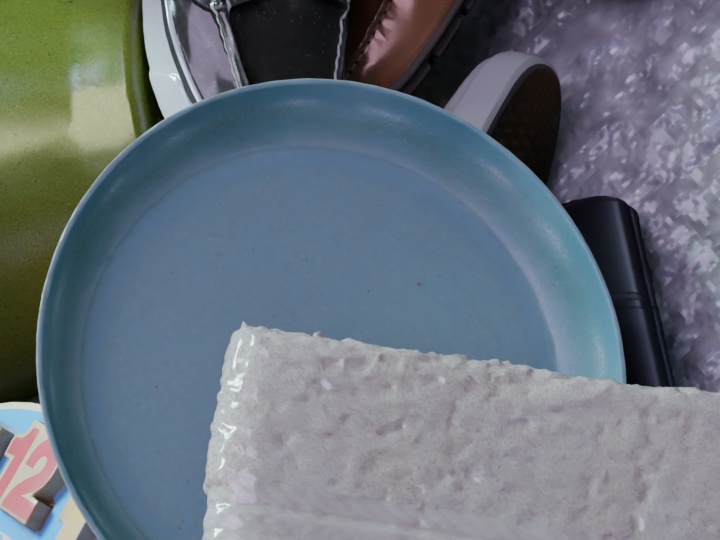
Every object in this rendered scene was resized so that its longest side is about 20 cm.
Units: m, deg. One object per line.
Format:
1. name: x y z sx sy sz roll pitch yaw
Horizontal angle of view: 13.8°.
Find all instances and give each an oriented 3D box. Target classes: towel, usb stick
1. towel: 0.046 0.092 0.935 0.200 0.034 0.133 9 69 0
2. usb stick: 0.085 0.056 1.025 0.055 0.033 0.200 -21 48 14

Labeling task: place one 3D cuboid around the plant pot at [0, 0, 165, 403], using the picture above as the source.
1. plant pot: -0.148 -0.031 1.131 0.193 0.200 0.201 -13 69 16

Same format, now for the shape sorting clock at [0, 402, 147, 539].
1. shape sorting clock: -0.148 0.136 1.007 0.200 0.039 0.200 -25 46 29

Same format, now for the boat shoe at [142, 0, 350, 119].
1. boat shoe: -0.040 -0.114 1.060 0.064 0.071 0.200 -38 61 52

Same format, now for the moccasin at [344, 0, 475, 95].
1. moccasin: 0.019 -0.149 1.120 0.078 0.074 0.202 21 85 -13

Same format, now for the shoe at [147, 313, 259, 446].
1. shoe: -0.045 0.083 1.013 0.071 0.091 0.200 -24 59 -12

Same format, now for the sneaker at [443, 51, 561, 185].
1. sneaker: 0.000 0.000 1.096 0.085 0.073 0.200 28 91 30

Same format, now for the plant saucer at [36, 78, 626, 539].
1. plant saucer: -0.010 0.035 0.983 0.200 0.027 0.200 5 72 -15
